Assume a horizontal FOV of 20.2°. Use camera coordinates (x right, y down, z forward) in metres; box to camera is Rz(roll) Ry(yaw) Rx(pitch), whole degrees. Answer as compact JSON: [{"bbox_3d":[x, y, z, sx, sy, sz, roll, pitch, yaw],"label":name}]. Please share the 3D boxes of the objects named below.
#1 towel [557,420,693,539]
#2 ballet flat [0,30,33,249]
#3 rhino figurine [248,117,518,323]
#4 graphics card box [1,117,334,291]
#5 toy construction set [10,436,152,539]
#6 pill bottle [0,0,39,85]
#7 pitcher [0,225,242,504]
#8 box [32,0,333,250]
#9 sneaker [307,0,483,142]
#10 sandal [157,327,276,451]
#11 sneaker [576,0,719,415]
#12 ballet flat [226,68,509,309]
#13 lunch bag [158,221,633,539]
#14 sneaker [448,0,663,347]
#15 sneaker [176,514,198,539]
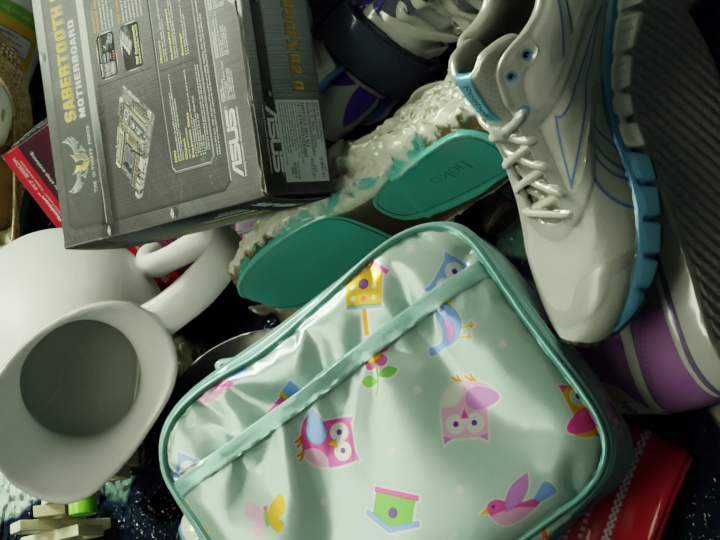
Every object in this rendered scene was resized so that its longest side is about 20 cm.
[{"bbox_3d":[0.045,0.114,0.969,0.198,0.022,0.146,23,91,12],"label":"towel"},{"bbox_3d":[-0.232,-0.058,1.219,0.065,0.070,0.202,146,120,-81],"label":"ballet flat"},{"bbox_3d":[0.000,0.000,1.079,0.088,0.059,0.200,57,131,24],"label":"rhino figurine"},{"bbox_3d":[-0.108,-0.063,1.162,0.199,0.051,0.126,-26,104,43],"label":"graphics card box"},{"bbox_3d":[-0.194,0.084,1.269,0.130,0.092,0.202,-12,89,26],"label":"toy construction set"},{"bbox_3d":[-0.282,-0.095,1.302,0.110,0.111,0.202,11,79,46],"label":"pill bottle"},{"bbox_3d":[-0.141,0.028,1.110,0.171,0.121,0.200,-41,17,-3],"label":"pitcher"},{"bbox_3d":[-0.095,-0.120,0.995,0.158,0.048,0.202,-13,84,45],"label":"box"},{"bbox_3d":[0.036,-0.121,0.993,0.200,0.080,0.148,27,92,54],"label":"sneaker"},{"bbox_3d":[-0.028,0.058,1.028,0.199,0.043,0.077,-23,78,27],"label":"sandal"},{"bbox_3d":[0.116,-0.031,0.944,0.114,0.072,0.203,-20,77,49],"label":"sneaker"},{"bbox_3d":[0.013,-0.044,0.985,0.199,0.071,0.072,-30,70,40],"label":"ballet flat"},{"bbox_3d":[0.009,0.083,0.927,0.199,0.077,0.161,-37,78,9],"label":"lunch bag"},{"bbox_3d":[0.075,-0.065,0.868,0.075,0.086,0.202,1,98,54],"label":"sneaker"},{"bbox_3d":[0.006,0.143,1.019,0.198,0.072,0.073,14,108,7],"label":"sneaker"}]
